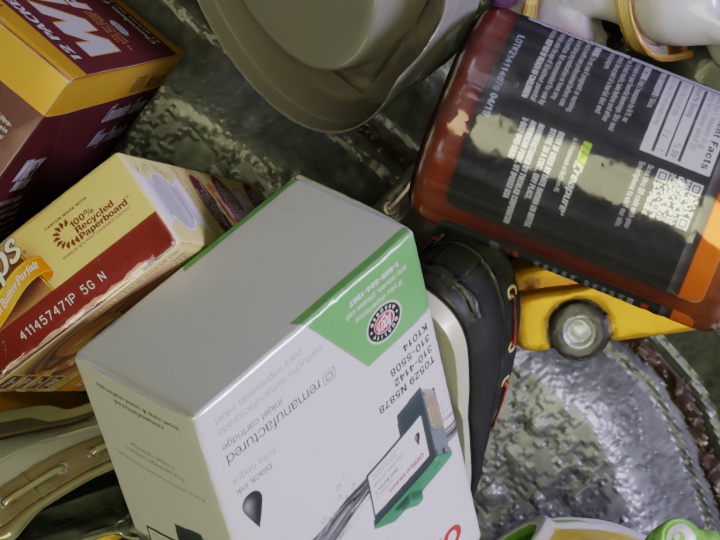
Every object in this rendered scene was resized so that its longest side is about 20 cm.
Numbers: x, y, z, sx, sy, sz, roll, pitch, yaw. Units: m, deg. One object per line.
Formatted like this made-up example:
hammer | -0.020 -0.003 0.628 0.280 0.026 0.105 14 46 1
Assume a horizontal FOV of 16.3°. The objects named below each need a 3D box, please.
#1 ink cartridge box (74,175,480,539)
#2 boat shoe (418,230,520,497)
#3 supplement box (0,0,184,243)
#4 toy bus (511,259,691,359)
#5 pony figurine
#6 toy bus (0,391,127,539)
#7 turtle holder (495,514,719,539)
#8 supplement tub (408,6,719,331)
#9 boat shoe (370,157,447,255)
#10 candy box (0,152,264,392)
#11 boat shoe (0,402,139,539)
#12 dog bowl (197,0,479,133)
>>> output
ink cartridge box | -0.032 0.083 1.160 0.084 0.146 0.201 25 143 38
boat shoe | 0.041 0.061 1.244 0.073 0.063 0.202 33 146 22
supplement box | -0.214 -0.061 1.199 0.133 0.197 0.200 39 103 3
toy bus | 0.171 -0.010 1.243 0.199 0.065 0.079 -8 102 7
pony figurine | 0.145 -0.157 1.180 0.199 0.167 0.194 8 130 17
toy bus | -0.142 0.110 1.304 0.199 0.065 0.079 15 104 1
turtle holder | 0.115 0.191 1.244 0.132 0.185 0.141 46 78 -5
supplement tub | 0.129 -0.038 1.151 0.199 0.107 0.107 23 104 6
boat shoe | 0.000 0.000 1.271 0.200 0.067 0.057 -37 75 16
candy box | -0.111 0.005 1.207 0.115 0.200 0.055 -36 78 11
boat shoe | -0.106 0.096 1.214 0.199 0.069 0.075 -15 140 -16
dog bowl | -0.017 -0.168 1.177 0.058 0.200 0.201 -23 102 -28
